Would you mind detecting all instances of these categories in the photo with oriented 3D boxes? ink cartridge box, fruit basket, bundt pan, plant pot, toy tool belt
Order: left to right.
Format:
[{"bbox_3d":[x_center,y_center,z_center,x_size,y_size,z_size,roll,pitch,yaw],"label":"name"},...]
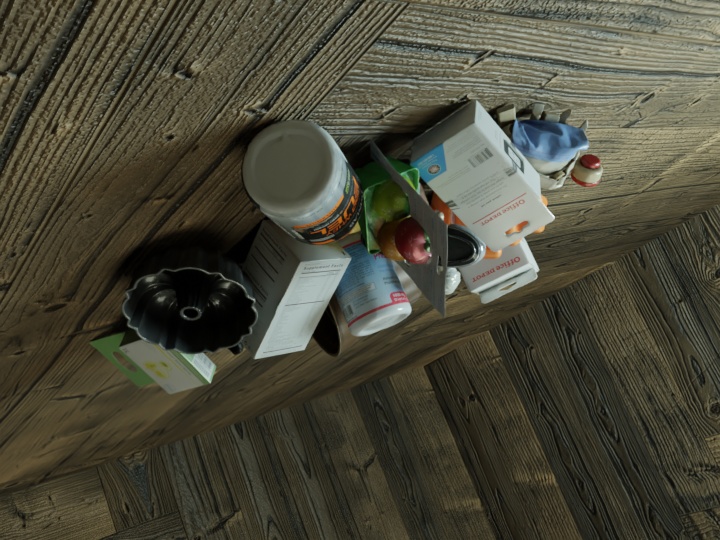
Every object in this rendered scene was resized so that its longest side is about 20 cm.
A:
[{"bbox_3d":[-0.383,0.166,1.435,0.200,0.048,0.146,-18,127,26],"label":"ink cartridge box"},{"bbox_3d":[-0.254,0.038,1.204,0.202,0.076,0.202,-2,137,-2],"label":"bundt pan"},{"bbox_3d":[-0.006,0.030,1.481,0.198,0.200,0.200,-25,168,-21],"label":"plant pot"},{"bbox_3d":[0.070,-0.060,1.100,0.094,0.200,0.185,-28,141,-20],"label":"fruit basket"},{"bbox_3d":[0.179,-0.132,1.147,0.116,0.067,0.200,-30,120,30],"label":"ink cartridge box"},{"bbox_3d":[0.252,-0.044,1.548,0.128,0.200,0.125,-26,165,17],"label":"ink cartridge box"},{"bbox_3d":[0.290,-0.192,1.211,0.200,0.125,0.123,3,131,-10],"label":"toy tool belt"}]

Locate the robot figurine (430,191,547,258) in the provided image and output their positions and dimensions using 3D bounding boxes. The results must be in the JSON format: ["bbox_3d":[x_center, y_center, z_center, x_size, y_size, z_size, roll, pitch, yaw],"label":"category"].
[{"bbox_3d":[0.203,-0.101,1.313,0.200,0.144,0.117,8,-140,22],"label":"robot figurine"}]

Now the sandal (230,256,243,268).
[{"bbox_3d":[-0.210,0.002,1.332,0.202,0.050,0.082,-13,180,-39],"label":"sandal"}]

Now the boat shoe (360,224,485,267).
[{"bbox_3d":[0.090,-0.042,1.222,0.200,0.070,0.066,15,-158,27],"label":"boat shoe"}]

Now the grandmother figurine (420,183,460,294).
[{"bbox_3d":[0.106,-0.052,1.294,0.061,0.200,0.121,-18,165,-14],"label":"grandmother figurine"}]

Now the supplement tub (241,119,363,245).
[{"bbox_3d":[-0.065,-0.103,1.006,0.122,0.123,0.200,-24,166,6],"label":"supplement tub"}]

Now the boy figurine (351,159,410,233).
[{"bbox_3d":[-0.006,-0.099,1.229,0.200,0.064,0.124,-21,162,0],"label":"boy figurine"}]

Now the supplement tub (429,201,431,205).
[{"bbox_3d":[0.210,-0.100,1.438,0.200,0.123,0.123,-28,165,17],"label":"supplement tub"}]

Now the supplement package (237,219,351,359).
[{"bbox_3d":[-0.121,0.027,1.274,0.114,0.110,0.200,-5,132,-46],"label":"supplement package"}]

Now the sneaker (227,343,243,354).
[{"bbox_3d":[-0.290,0.104,1.431,0.200,0.084,0.077,16,148,-26],"label":"sneaker"}]

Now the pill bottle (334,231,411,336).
[{"bbox_3d":[0.000,0.000,1.323,0.109,0.200,0.109,-21,167,-5],"label":"pill bottle"}]
